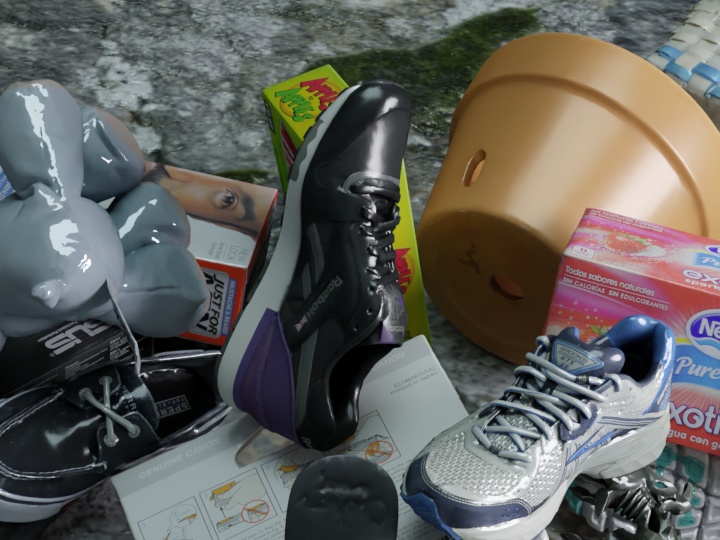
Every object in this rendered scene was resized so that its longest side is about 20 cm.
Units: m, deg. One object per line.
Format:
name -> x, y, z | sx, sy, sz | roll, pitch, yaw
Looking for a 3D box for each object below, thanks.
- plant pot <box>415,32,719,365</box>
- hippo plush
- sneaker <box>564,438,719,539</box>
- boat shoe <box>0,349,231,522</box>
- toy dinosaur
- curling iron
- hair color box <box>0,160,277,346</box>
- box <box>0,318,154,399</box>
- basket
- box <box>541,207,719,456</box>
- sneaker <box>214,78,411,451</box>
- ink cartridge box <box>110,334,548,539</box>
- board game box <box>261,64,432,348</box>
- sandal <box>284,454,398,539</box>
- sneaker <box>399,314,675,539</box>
plant pot -> 0.126, -0.031, 1.378 | 0.199, 0.201, 0.140 | 23, 54, 22
hippo plush -> -0.190, 0.013, 1.208 | 0.160, 0.159, 0.201 | -31, 45, 21
sneaker -> 0.205, 0.117, 1.271 | 0.198, 0.078, 0.091 | 10, 25, -10
boat shoe -> -0.143, 0.086, 1.209 | 0.199, 0.068, 0.072 | -11, 68, -47
toy dinosaur -> 0.149, 0.188, 1.153 | 0.199, 0.102, 0.136 | 13, 45, -24
curling iron -> -0.184, 0.123, 1.217 | 0.050, 0.026, 0.200 | 45, 40, -10
hair color box -> -0.160, -0.023, 1.334 | 0.198, 0.064, 0.111 | 13, 29, 1
box -> -0.262, 0.037, 1.318 | 0.192, 0.048, 0.199 | 29, 40, 32
basket -> 0.301, -0.135, 1.558 | 0.199, 0.177, 0.139 | -27, 42, -25
box -> 0.207, 0.043, 1.229 | 0.198, 0.095, 0.103 | 16, 20, 10
sneaker -> 0.000, 0.000, 1.152 | 0.087, 0.201, 0.076 | 28, 13, 34
ink cartridge box -> -0.018, 0.140, 1.145 | 0.199, 0.045, 0.177 | -24, 41, -5
board game box -> -0.004, -0.012, 1.293 | 0.047, 0.201, 0.102 | -22, 41, -14
sandal -> -0.013, 0.190, 1.042 | 0.075, 0.043, 0.202 | -4, 77, 0
sneaker -> 0.094, 0.072, 1.093 | 0.077, 0.086, 0.199 | 33, 37, 27
